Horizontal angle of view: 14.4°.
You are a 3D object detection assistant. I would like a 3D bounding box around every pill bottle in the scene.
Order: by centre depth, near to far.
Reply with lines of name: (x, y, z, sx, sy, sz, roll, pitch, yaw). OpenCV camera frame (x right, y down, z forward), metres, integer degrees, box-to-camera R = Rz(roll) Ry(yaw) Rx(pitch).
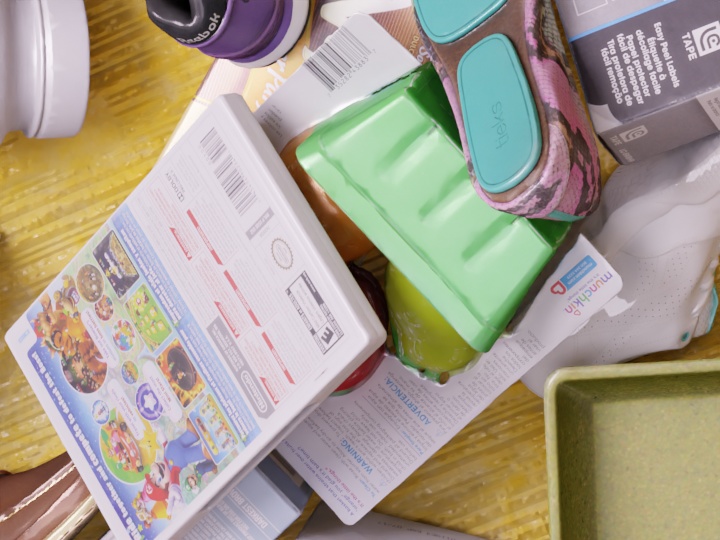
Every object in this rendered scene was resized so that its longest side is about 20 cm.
pill bottle: (-0.240, -0.106, 1.416, 0.199, 0.112, 0.113, -3, 102, -18)

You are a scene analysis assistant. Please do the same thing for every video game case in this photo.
video game case: (-0.084, 0.032, 1.375, 0.200, 0.018, 0.144, -45, 68, 34)

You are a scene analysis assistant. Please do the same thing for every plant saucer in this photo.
plant saucer: (0.191, 0.134, 1.433, 0.198, 0.048, 0.201, -3, 104, -2)

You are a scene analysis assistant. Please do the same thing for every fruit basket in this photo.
fruit basket: (0.000, 0.000, 1.393, 0.185, 0.094, 0.200, 46, 120, -3)

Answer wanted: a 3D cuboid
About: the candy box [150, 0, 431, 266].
candy box: (-0.023, -0.076, 1.440, 0.115, 0.055, 0.201, 31, 103, 1)

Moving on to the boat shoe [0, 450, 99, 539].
boat shoe: (-0.203, 0.140, 1.507, 0.200, 0.072, 0.068, -38, 95, 17)

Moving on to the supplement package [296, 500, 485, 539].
supplement package: (0.005, 0.239, 1.463, 0.113, 0.110, 0.201, 12, 103, 7)

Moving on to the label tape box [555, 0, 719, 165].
label tape box: (0.190, -0.155, 1.355, 0.199, 0.063, 0.145, -21, 69, 13)

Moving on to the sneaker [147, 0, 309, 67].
sneaker: (-0.095, -0.196, 1.377, 0.076, 0.087, 0.201, -36, 68, 26)

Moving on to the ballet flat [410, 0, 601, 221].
ballet flat: (0.070, -0.105, 1.345, 0.069, 0.071, 0.201, -32, 55, 27)

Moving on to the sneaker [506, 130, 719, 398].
sneaker: (0.157, -0.008, 1.425, 0.088, 0.075, 0.200, 41, 109, -15)

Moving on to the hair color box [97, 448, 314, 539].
hair color box: (-0.110, 0.157, 1.480, 0.200, 0.099, 0.061, -43, 92, 15)
